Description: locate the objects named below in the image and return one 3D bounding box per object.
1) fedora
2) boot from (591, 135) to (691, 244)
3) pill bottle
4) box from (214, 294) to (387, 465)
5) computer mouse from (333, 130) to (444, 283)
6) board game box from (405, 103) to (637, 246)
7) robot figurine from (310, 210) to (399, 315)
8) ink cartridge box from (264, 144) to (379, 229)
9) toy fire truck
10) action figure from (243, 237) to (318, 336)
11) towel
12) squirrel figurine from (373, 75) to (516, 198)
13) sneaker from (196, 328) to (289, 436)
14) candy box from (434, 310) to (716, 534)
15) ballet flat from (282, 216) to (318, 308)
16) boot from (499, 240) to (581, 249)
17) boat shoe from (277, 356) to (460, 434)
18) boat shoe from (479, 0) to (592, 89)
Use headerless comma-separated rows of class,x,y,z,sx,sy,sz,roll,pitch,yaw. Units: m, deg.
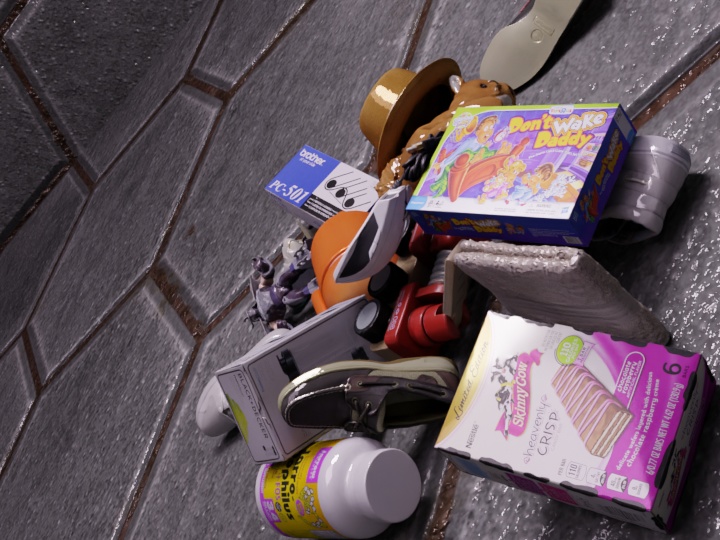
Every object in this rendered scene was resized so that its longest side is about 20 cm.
fedora,0.055,-0.202,1.463,0.081,0.200,0.202,33,90,21
boot,0.240,-0.078,1.126,0.096,0.073,0.200,-65,22,-10
pill bottle,-0.023,0.233,1.199,0.199,0.104,0.105,-18,45,53
box,-0.055,0.120,1.261,0.199,0.118,0.060,-30,8,-41
computer mouse,0.037,-0.058,1.230,0.201,0.044,0.110,-58,-8,24
board game box,0.156,-0.097,1.106,0.199,0.045,0.135,6,60,44
robot figurine,-0.001,0.002,1.412,0.142,0.118,0.201,-19,30,-1
ink cartridge box,-0.042,-0.106,1.592,0.094,0.044,0.199,-48,44,-12
toy fire truck,0.091,0.003,1.230,0.199,0.128,0.178,-17,46,52
action figure,-0.106,0.028,1.584,0.199,0.069,0.131,-34,77,37
towel,0.180,0.022,1.047,0.035,0.132,0.199,-58,24,-13
squirrel figurine,0.109,-0.153,1.377,0.199,0.141,0.188,-29,31,41
sneaker,-0.158,0.179,1.535,0.200,0.073,0.116,-47,24,18
candy box,0.177,0.121,0.935,0.198,0.061,0.138,10,67,36
ballet flat,-0.075,-0.045,1.650,0.073,0.073,0.202,8,68,62
boot,0.199,-0.013,1.136,0.076,0.074,0.200,-48,23,-5
boat shoe,0.014,0.137,1.175,0.066,0.198,0.072,-111,17,-51
boat shoe,0.228,-0.306,1.424,0.202,0.074,0.063,-52,-12,33
